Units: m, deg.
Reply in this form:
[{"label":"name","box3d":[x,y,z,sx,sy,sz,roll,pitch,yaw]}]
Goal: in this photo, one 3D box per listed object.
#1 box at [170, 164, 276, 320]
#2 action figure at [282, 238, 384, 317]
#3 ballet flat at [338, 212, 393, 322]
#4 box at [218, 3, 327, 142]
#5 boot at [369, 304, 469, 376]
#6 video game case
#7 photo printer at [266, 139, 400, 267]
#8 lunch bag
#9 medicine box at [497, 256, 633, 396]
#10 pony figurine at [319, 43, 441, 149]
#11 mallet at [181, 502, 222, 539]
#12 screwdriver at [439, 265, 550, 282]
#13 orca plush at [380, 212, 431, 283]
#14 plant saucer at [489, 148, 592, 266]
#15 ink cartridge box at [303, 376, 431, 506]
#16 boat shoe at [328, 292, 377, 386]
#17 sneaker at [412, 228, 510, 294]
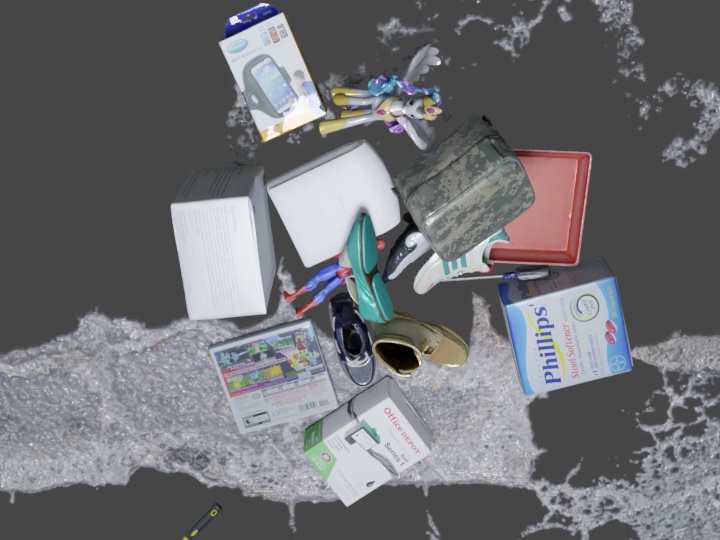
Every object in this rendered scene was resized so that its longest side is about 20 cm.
[{"label":"box","box3d":[-0.219,-0.051,1.584,0.128,0.200,0.204,-5,111,2]},{"label":"action figure","box3d":[-0.041,0.003,1.686,0.198,0.052,0.066,-32,113,6]},{"label":"ballet flat","box3d":[0.000,0.000,1.615,0.069,0.068,0.203,-3,117,25]},{"label":"box","box3d":[-0.146,-0.326,1.568,0.117,0.042,0.203,-22,111,8]},{"label":"boot","box3d":[0.106,0.139,1.679,0.198,0.156,0.074,28,108,-10]},{"label":"video game case","box3d":[-0.158,0.196,1.772,0.196,0.023,0.185,-15,110,6]},{"label":"photo printer","box3d":[-0.038,-0.117,1.629,0.197,0.070,0.169,-23,109,8]},{"label":"lunch bag","box3d":[0.159,-0.142,1.531,0.199,0.169,0.139,-36,140,6]},{"label":"medicine box","box3d":[0.358,0.099,1.694,0.196,0.103,0.185,-15,110,5]},{"label":"pony figurine","box3d":[0.053,-0.264,1.530,0.196,0.193,0.170,1,109,20]},{"label":"mallet","box3d":[-0.337,0.538,1.892,0.199,0.041,0.066,-39,105,9]},{"label":"screwdriver","box3d":[0.236,0.013,1.694,0.196,0.028,0.029,-8,137,18]},{"label":"orca plush","box3d":[0.097,-0.064,1.669,0.104,0.072,0.201,5,133,-50]},{"label":"plant saucer","box3d":[0.286,-0.112,1.651,0.196,0.037,0.204,3,111,0]},{"label":"ink cartridge box","box3d":[0.014,0.317,1.783,0.198,0.085,0.147,-35,107,12]},{"label":"boat shoe","box3d":[-0.012,0.146,1.700,0.073,0.093,0.203,-17,122,2]},{"label":"sneaker","box3d":[0.172,-0.014,1.633,0.093,0.070,0.200,44,114,7]}]
